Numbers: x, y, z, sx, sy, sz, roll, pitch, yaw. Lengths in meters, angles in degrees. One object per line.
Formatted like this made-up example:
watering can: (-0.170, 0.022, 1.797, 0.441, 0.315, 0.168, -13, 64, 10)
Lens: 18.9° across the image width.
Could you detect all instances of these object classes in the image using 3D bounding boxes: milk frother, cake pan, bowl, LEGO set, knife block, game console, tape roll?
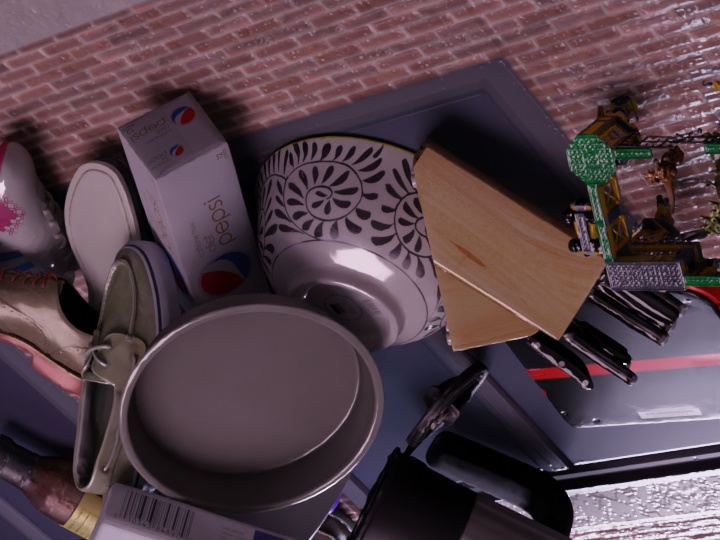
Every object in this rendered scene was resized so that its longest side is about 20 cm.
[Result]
milk frother: (0.106, 0.196, 1.771, 0.188, 0.181, 0.200, 26, 151, 0)
cake pan: (-0.083, 0.096, 1.622, 0.200, 0.037, 0.201, -5, 127, -7)
bowl: (0.000, 0.000, 1.638, 0.200, 0.094, 0.201, 14, 145, 10)
LEGO set: (0.245, -0.058, 1.450, 0.200, 0.116, 0.154, -9, 110, 39)
knife block: (0.138, -0.010, 1.547, 0.175, 0.064, 0.201, -13, 98, 2)
game console: (0.213, 0.059, 1.669, 0.200, 0.031, 0.177, -6, 140, 34)
tape roll: (-0.103, 0.143, 1.786, 0.139, 0.203, 0.203, 32, 144, -17)

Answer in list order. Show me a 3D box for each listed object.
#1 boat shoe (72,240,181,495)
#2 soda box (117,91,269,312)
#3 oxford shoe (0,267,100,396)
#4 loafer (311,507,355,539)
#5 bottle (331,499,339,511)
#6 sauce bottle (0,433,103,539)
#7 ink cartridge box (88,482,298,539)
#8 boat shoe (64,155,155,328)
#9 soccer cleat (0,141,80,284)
boat shoe: (-0.181, 0.077, 1.659, 0.062, 0.201, 0.072, 1, -178, -42)
soda box: (-0.124, -0.038, 1.654, 0.068, 0.064, 0.200, 52, 164, 37)
oxford shoe: (-0.272, 0.018, 1.733, 0.200, 0.071, 0.075, 33, 119, -15)
loafer: (-0.039, 0.288, 2.062, 0.073, 0.071, 0.200, 7, 143, 20)
bottle: (-0.114, 0.190, 1.975, 0.200, 0.065, 0.084, -7, 137, 35)
sauce bottle: (-0.271, 0.221, 2.103, 0.200, 0.066, 0.066, 32, 144, -11)
ink cartridge box: (-0.124, 0.250, 1.720, 0.199, 0.041, 0.200, 19, 147, -7)
boat shoe: (-0.184, -0.014, 1.736, 0.075, 0.062, 0.200, 16, 132, 32)
soccer cleat: (-0.262, -0.038, 1.754, 0.086, 0.070, 0.200, 11, 150, -2)
